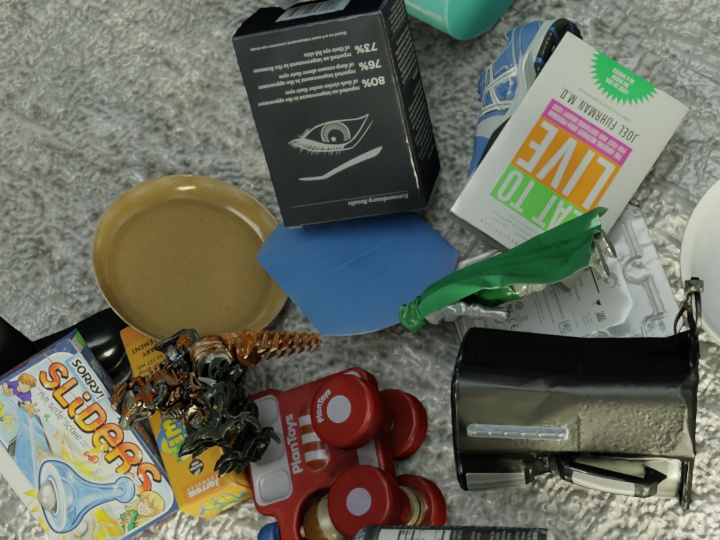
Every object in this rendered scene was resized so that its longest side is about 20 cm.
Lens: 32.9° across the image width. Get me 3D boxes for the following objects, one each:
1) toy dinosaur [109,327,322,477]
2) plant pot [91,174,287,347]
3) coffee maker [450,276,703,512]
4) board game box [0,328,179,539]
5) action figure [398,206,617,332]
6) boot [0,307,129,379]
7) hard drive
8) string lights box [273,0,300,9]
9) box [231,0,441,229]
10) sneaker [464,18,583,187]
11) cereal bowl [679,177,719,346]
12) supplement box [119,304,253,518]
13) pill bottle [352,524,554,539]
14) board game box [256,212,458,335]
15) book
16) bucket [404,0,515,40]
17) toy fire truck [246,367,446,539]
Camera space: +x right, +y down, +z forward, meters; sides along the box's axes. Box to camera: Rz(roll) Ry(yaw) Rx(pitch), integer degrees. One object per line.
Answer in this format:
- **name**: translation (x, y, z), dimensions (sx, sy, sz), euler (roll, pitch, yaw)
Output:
- **toy dinosaur**: translation (-0.135, 0.104, 1.104), dimensions (0.200, 0.102, 0.136), euler (-36, 57, 30)
- **plant pot**: translation (-0.167, -0.006, 1.216), dimensions (0.200, 0.027, 0.200), euler (7, 59, -13)
- **coffee maker**: translation (0.182, 0.099, 1.034), dimensions (0.200, 0.135, 0.192), euler (3, 87, 12)
- **board game box**: translation (-0.275, 0.174, 1.176), dimensions (0.135, 0.034, 0.200), euler (-32, 103, 6)
- **action figure**: translation (0.120, 0.012, 1.054), dimensions (0.200, 0.118, 0.055), euler (-20, 103, 28)
- **boot**: translation (-0.334, 0.078, 1.213), dimensions (0.198, 0.162, 0.073), euler (-35, 54, 4)
- **hard drive**: translation (0.185, 0.031, 1.132), dimensions (0.200, 0.038, 0.140), euler (-19, 69, 10)
- **string lights box**: translation (-0.011, -0.332, 1.098), dimensions (0.200, 0.059, 0.103), euler (-24, 73, 16)
- **box**: translation (-0.018, -0.155, 1.164), dimensions (0.148, 0.104, 0.200), euler (-6, 115, 16)
- **sneaker**: translation (0.149, -0.152, 1.193), dimensions (0.077, 0.076, 0.200), euler (19, 81, 49)
- **cereal bowl**: translation (0.380, -0.002, 1.054), dimensions (0.200, 0.083, 0.200), euler (-5, 72, 16)
- **supplement box**: translation (-0.168, 0.137, 1.196), dimensions (0.067, 0.069, 0.200), euler (-28, 68, 9)
- **pill bottle**: translation (0.054, 0.257, 0.974), dimensions (0.200, 0.106, 0.106), euler (-1, 73, 12)
- **board game box**: translation (0.000, 0.000, 1.186), dimensions (0.158, 0.039, 0.200), euler (-29, 46, -17)
- **book**: translation (0.190, -0.099, 1.117), dimensions (0.134, 0.048, 0.200), euler (33, 85, 5)
- **bucket**: translation (0.089, -0.337, 1.198), dimensions (0.135, 0.207, 0.207), euler (36, 87, 21)
- **toy fire truck**: translation (-0.026, 0.192, 1.115), dimensions (0.168, 0.112, 0.200), euler (-21, 67, 25)
